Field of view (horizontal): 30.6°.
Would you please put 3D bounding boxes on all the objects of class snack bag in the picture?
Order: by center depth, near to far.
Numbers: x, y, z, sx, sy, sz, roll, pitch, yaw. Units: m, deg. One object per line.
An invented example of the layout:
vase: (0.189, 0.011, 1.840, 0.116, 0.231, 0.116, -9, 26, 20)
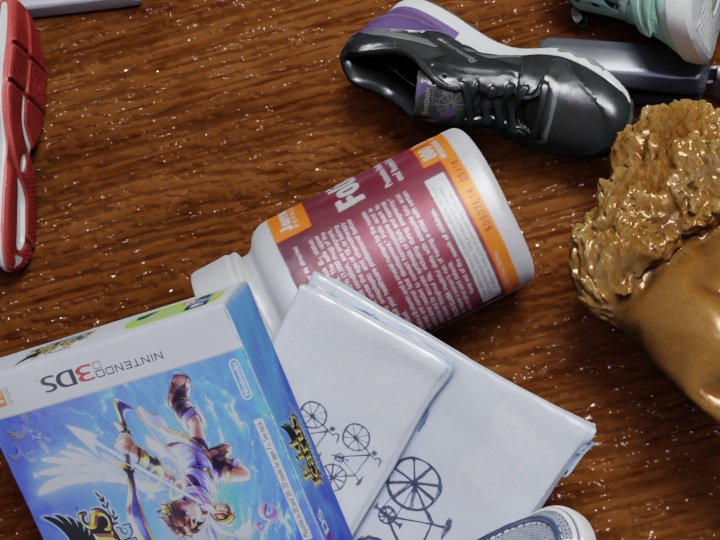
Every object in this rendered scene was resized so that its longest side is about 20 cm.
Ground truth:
snack bag: (0.015, 0.124, 0.806, 0.200, 0.021, 0.189, 29, 112, 1)

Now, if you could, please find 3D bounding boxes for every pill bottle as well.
pill bottle: (0.000, 0.000, 0.852, 0.200, 0.114, 0.114, -27, 74, 0)

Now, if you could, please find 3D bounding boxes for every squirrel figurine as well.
squirrel figurine: (0.232, -0.024, 0.776, 0.200, 0.142, 0.187, 38, 105, 9)

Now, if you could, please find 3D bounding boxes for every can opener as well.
can opener: (0.216, -0.120, 0.884, 0.200, 0.053, 0.067, 11, 77, 11)

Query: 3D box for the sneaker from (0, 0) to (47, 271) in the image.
sneaker: (-0.292, -0.098, 0.937, 0.115, 0.078, 0.200, -1, 74, 6)

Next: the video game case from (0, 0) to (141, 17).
video game case: (-0.267, -0.279, 1.008, 0.200, 0.022, 0.183, -5, 75, 7)

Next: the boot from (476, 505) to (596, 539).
boot: (0.041, 0.201, 0.760, 0.200, 0.090, 0.073, -46, 40, 13)

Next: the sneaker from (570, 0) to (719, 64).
sneaker: (0.173, -0.179, 0.843, 0.118, 0.200, 0.074, 12, 105, 14)

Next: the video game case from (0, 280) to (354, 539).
video game case: (-0.117, 0.126, 0.804, 0.181, 0.045, 0.200, -17, 103, 20)

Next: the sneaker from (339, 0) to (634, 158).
sneaker: (0.078, -0.112, 0.868, 0.200, 0.076, 0.088, 24, 38, 25)
